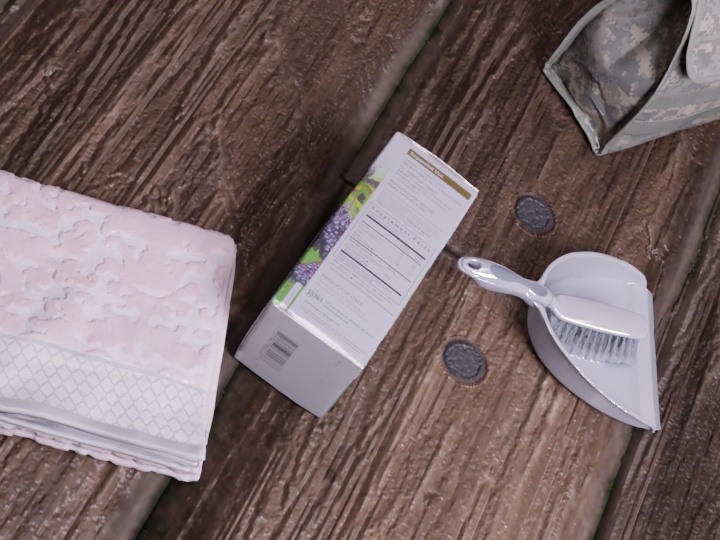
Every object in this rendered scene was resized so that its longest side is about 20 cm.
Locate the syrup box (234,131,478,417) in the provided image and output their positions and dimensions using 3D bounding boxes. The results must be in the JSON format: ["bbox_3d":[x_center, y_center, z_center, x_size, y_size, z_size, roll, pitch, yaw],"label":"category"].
[{"bbox_3d":[0.000,0.000,1.219,0.081,0.079,0.200,36,51,-2],"label":"syrup box"}]

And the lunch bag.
[{"bbox_3d":[0.280,-0.201,1.416,0.164,0.200,0.118,-18,69,-36],"label":"lunch bag"}]

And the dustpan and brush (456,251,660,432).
[{"bbox_3d":[0.153,0.032,1.290,0.199,0.057,0.140,16,54,-18],"label":"dustpan and brush"}]

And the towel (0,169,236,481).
[{"bbox_3d":[-0.185,0.031,1.134,0.199,0.032,0.192,16,54,-19],"label":"towel"}]
